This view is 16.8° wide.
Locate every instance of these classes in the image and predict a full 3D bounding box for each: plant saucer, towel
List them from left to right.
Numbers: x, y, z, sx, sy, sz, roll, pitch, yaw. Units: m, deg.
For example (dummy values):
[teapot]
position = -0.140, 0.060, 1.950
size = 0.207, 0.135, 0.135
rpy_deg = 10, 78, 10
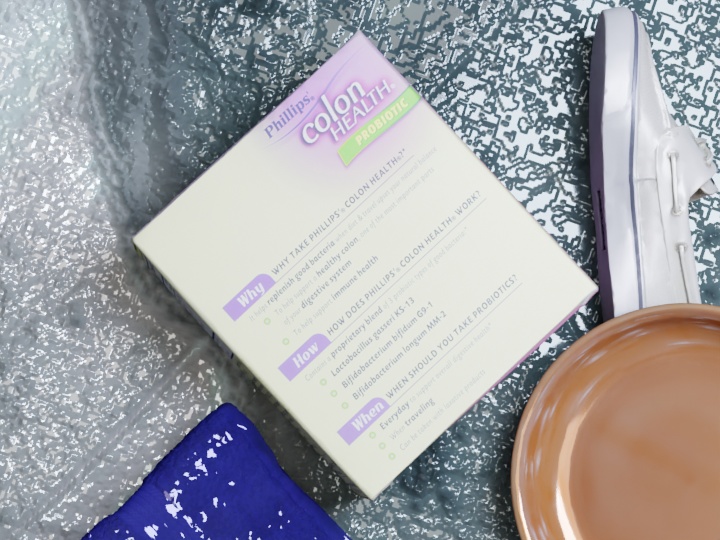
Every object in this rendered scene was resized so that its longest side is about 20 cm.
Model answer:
[towel]
position = -0.096, 0.190, 1.356
size = 0.148, 0.050, 0.200
rpy_deg = 50, 62, -7
[plant saucer]
position = 0.185, 0.119, 1.375
size = 0.200, 0.037, 0.201
rpy_deg = -1, 86, 20

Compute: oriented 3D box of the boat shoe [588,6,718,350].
[boat shoe]
position = 0.172, -0.054, 1.416
size = 0.070, 0.071, 0.200
rpy_deg = -4, 89, -3

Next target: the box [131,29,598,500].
[box]
position = 0.000, 0.000, 1.389
size = 0.176, 0.097, 0.200
rpy_deg = -43, 90, -6

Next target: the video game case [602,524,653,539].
[video game case]
position = 0.234, 0.171, 1.388
size = 0.200, 0.025, 0.181
rpy_deg = 4, 84, 20
